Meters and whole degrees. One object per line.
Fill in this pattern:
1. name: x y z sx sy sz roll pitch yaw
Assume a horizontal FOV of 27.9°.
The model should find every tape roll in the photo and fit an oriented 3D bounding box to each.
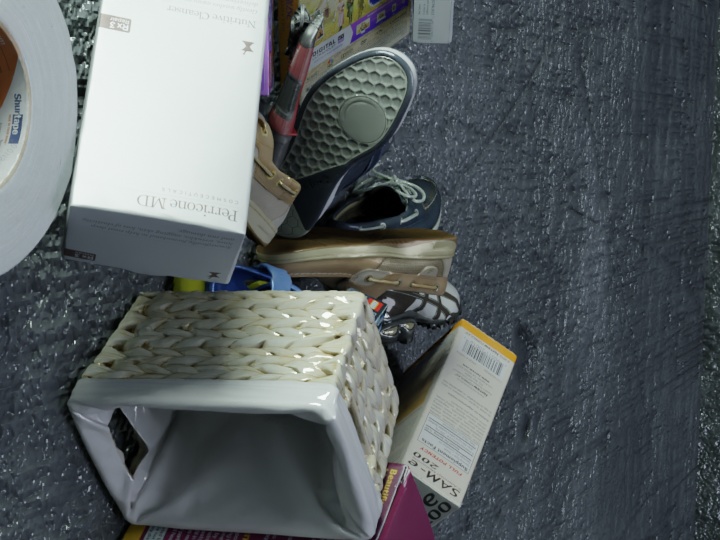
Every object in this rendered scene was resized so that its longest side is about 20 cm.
1. tape roll: -0.239 -0.092 0.797 0.200 0.066 0.201 5 90 -66

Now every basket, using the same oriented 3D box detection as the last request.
1. basket: -0.080 0.097 1.023 0.124 0.199 0.136 -67 150 -45

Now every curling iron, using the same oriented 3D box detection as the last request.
1. curling iron: -0.059 -0.122 1.143 0.050 0.025 0.200 -77 -177 -53

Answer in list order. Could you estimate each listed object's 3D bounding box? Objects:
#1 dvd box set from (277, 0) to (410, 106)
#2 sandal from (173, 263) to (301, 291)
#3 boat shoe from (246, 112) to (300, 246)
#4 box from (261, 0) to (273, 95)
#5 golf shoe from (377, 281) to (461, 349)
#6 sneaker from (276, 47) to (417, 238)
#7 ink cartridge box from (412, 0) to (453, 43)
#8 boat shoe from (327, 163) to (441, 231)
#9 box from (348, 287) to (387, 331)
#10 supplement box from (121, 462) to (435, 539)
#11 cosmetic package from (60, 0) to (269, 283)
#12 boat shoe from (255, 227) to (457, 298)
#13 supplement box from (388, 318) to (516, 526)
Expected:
1. dvd box set: -0.011 -0.252 1.207 0.146 0.029 0.200 -39 147 -32
2. sandal: -0.071 0.038 1.166 0.200 0.087 0.080 25 68 -66
3. boat shoe: -0.099 -0.092 1.078 0.069 0.074 0.200 -50 153 -9
4. box: -0.085 -0.232 1.084 0.137 0.039 0.201 -105 -165 -81
5. golf shoe: 0.048 0.014 1.436 0.200 0.078 0.095 -22 113 -65
6. sneaker: -0.002 -0.132 1.216 0.202 0.077 0.146 -48 -178 39
7. ink cartridge box: 0.067 -0.299 1.287 0.200 0.039 0.100 -84 175 -46
8. boat shoe: 0.022 -0.057 1.378 0.200 0.075 0.062 -34 136 -50
9. box: -0.040 0.130 1.214 0.137 0.040 0.200 -50 161 -52
10. supplement box: -0.062 0.211 1.070 0.103 0.199 0.131 71 34 -40
11. cosmetic package: -0.123 -0.101 0.933 0.081 0.113 0.201 120 -25 -60
12. boat shoe: 0.000 0.000 1.260 0.200 0.071 0.065 -2 104 -33
13. supplement box: 0.069 0.162 1.432 0.126 0.073 0.200 -46 -168 48
